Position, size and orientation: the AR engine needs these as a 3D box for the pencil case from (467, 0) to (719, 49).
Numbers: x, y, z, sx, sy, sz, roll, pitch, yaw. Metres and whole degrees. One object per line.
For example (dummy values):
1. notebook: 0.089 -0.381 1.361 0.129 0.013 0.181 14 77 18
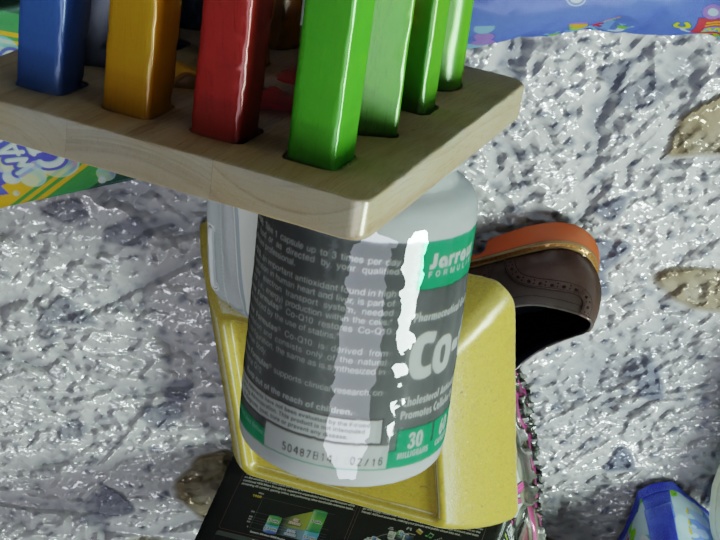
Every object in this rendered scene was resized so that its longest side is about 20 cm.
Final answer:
1. pencil case: 0.102 -0.150 0.870 0.199 0.087 0.078 -4 90 -1

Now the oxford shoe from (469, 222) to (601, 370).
1. oxford shoe: 0.051 0.035 1.039 0.200 0.073 0.071 -23 131 22

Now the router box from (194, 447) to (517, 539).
1. router box: -0.015 0.207 1.102 0.199 0.150 0.062 11 143 18

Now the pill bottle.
1. pill bottle: 0.000 0.000 0.889 0.113 0.113 0.201 4 112 -7

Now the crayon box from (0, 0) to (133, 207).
1. crayon box: -0.221 -0.092 0.923 0.199 0.052 0.126 -11 133 8

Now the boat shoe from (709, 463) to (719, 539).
1. boat shoe: 0.279 0.111 1.132 0.060 0.072 0.202 -16 128 -24

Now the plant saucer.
1. plant saucer: -0.007 0.076 1.036 0.200 0.048 0.200 12 133 20

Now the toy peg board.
1. toy peg board: -0.045 -0.112 0.752 0.199 0.200 0.098 17 115 18

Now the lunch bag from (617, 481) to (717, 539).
1. lunch bag: 0.241 0.271 1.208 0.127 0.170 0.200 -15 133 10

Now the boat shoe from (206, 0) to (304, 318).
1. boat shoe: -0.058 -0.067 0.939 0.068 0.072 0.200 19 125 38

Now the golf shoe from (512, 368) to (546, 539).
1. golf shoe: 0.076 0.135 1.138 0.092 0.073 0.200 -4 133 3
